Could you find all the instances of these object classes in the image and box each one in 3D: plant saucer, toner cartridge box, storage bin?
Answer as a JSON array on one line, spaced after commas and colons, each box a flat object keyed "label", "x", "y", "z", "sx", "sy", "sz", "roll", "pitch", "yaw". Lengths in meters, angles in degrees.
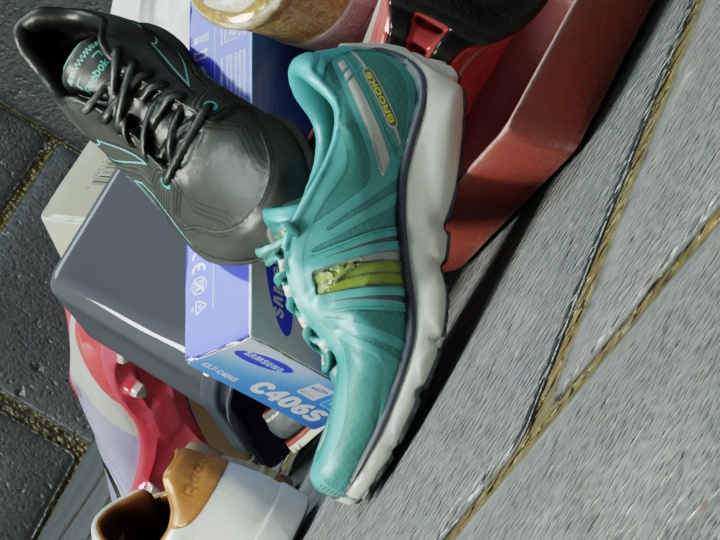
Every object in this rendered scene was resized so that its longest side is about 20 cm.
[{"label": "plant saucer", "x": 0.088, "y": -0.095, "z": 1.357, "sx": 0.200, "sy": 0.037, "sz": 0.200, "roll": -60, "pitch": 5, "yaw": -25}, {"label": "toner cartridge box", "x": -0.037, "y": -0.035, "z": 1.423, "sx": 0.043, "sy": 0.095, "sz": 0.200, "roll": -22, "pitch": 55, "yaw": 34}, {"label": "storage bin", "x": -0.063, "y": -0.015, "z": 1.609, "sx": 0.200, "sy": 0.134, "sz": 0.146, "roll": -59, "pitch": -22, "yaw": -13}]

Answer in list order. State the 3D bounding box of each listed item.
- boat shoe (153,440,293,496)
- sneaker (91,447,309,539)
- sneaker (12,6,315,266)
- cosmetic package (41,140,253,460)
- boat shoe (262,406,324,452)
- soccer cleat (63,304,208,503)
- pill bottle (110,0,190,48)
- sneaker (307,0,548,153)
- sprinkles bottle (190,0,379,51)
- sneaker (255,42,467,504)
[{"label": "boat shoe", "x": -0.099, "y": 0.144, "z": 1.583, "sx": 0.200, "sy": 0.064, "sz": 0.071, "roll": -52, "pitch": 8, "yaw": 52}, {"label": "sneaker", "x": -0.101, "y": 0.153, "z": 1.457, "sx": 0.200, "sy": 0.085, "sz": 0.073, "roll": -56, "pitch": 7, "yaw": 39}, {"label": "sneaker", "x": -0.094, "y": -0.064, "z": 1.365, "sx": 0.200, "sy": 0.079, "sz": 0.075, "roll": 38, "pitch": 98, "yaw": 48}, {"label": "cosmetic package", "x": -0.103, "y": 0.008, "z": 1.759, "sx": 0.105, "sy": 0.071, "sz": 0.200, "roll": -61, "pitch": -36, "yaw": -34}, {"label": "boat shoe", "x": 0.000, "y": 0.000, "z": 1.502, "sx": 0.200, "sy": 0.063, "sz": 0.071, "roll": -58, "pitch": 7, "yaw": 19}, {"label": "soccer cleat", "x": -0.129, "y": 0.091, "z": 1.723, "sx": 0.067, "sy": 0.076, "sz": 0.200, "roll": -29, "pitch": -50, "yaw": -26}, {"label": "pill bottle", "x": -0.036, "y": -0.144, "z": 1.718, "sx": 0.200, "sy": 0.116, "sz": 0.116, "roll": -6, "pitch": 39, "yaw": 31}, {"label": "sneaker", "x": 0.030, "y": -0.108, "z": 1.381, "sx": 0.200, "sy": 0.074, "sz": 0.087, "roll": -58, "pitch": 4, "yaw": 5}, {"label": "sprinkles bottle", "x": 0.000, "y": -0.132, "z": 1.429, "sx": 0.200, "sy": 0.068, "sz": 0.068, "roll": 9, "pitch": -62, "yaw": -55}, {"label": "sneaker", "x": -0.007, "y": 0.000, "z": 1.280, "sx": 0.078, "sy": 0.080, "sz": 0.200, "roll": 145, "pitch": 131, "yaw": -70}]
